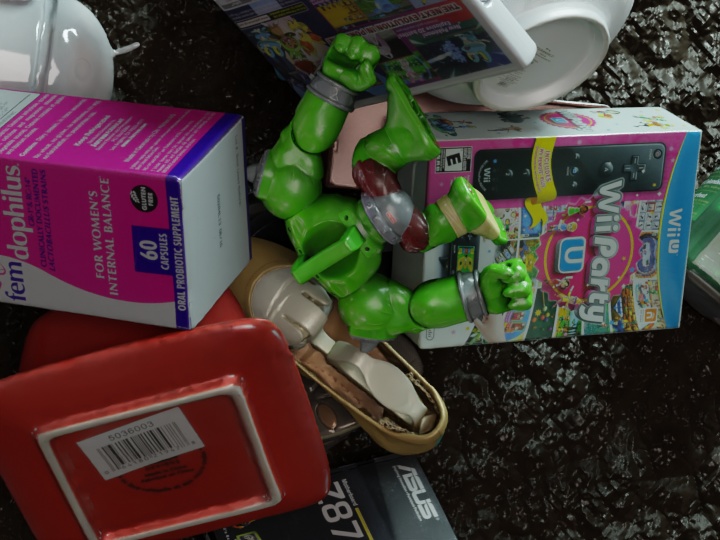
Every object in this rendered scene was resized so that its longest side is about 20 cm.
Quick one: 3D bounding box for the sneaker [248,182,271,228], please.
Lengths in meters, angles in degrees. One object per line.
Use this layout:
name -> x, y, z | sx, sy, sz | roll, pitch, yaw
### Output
sneaker -> -0.125, -0.009, 1.342 | 0.199, 0.075, 0.080 | -21, 117, -12

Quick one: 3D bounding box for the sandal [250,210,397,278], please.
sandal -> 0.001, -0.001, 1.340 | 0.199, 0.043, 0.076 | 6, 116, -25

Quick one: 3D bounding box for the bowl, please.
bowl -> 0.102, -0.169, 1.264 | 0.200, 0.201, 0.091 | -16, 60, -12

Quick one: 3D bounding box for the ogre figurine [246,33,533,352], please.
ogre figurine -> 0.009, -0.038, 1.217 | 0.120, 0.098, 0.200 | -33, 117, 10

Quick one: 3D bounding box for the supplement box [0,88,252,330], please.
supplement box -> -0.178, -0.042, 1.180 | 0.199, 0.103, 0.102 | 8, 119, 18

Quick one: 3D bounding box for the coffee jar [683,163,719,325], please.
coffee jar -> 0.305, -0.058, 1.415 | 0.104, 0.085, 0.200 | 39, 82, -10

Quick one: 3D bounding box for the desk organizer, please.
desk organizer -> 0.068, -0.088, 1.373 | 0.199, 0.072, 0.077 | 5, 91, -12

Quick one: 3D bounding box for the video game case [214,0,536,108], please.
video game case -> -0.014, -0.178, 1.200 | 0.182, 0.199, 0.023 | 47, 57, -27

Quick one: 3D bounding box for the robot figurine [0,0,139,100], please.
robot figurine -> -0.250, -0.135, 1.282 | 0.199, 0.113, 0.170 | 9, 127, -12

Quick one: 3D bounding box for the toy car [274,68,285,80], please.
toy car -> -0.011, -0.239, 1.283 | 0.176, 0.200, 0.185 | -19, 95, -3

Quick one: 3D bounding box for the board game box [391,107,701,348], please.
board game box -> 0.126, -0.032, 1.328 | 0.199, 0.064, 0.148 | -4, 110, -20

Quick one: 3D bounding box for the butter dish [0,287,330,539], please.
butter dish -> -0.135, 0.072, 1.250 | 0.199, 0.200, 0.148 | -14, 49, 2

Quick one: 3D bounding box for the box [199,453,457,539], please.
box -> -0.003, 0.225, 1.301 | 0.160, 0.049, 0.200 | -11, 48, -19

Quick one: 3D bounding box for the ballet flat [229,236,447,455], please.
ballet flat -> -0.017, 0.044, 1.272 | 0.200, 0.063, 0.069 | 39, 78, -7

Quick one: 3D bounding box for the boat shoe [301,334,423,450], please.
boat shoe -> -0.051, 0.099, 1.346 | 0.199, 0.073, 0.075 | -23, 73, -2
